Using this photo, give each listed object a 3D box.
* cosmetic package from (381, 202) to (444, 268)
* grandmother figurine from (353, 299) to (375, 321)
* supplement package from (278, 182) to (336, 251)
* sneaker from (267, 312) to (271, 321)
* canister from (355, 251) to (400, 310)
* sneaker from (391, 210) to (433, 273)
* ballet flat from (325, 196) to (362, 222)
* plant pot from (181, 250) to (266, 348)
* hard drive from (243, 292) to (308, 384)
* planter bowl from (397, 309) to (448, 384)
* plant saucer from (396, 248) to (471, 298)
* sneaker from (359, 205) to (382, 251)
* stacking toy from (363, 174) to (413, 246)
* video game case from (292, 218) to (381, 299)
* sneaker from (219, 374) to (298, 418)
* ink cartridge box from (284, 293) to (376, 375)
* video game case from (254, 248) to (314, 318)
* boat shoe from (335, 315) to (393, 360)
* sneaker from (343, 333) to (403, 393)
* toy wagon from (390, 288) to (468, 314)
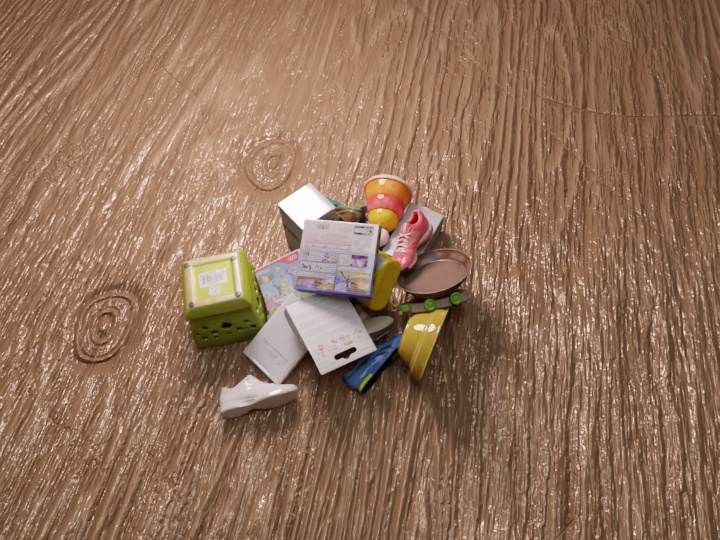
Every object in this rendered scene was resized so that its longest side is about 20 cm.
[{"bbox_3d":[0.150,-0.086,1.638,0.112,0.081,0.201,26,62,16],"label":"cosmetic package"},{"bbox_3d":[-0.045,0.172,1.503,0.121,0.061,0.200,44,71,9],"label":"grandmother figurine"},{"bbox_3d":[-0.141,-0.121,1.598,0.117,0.201,0.117,-36,63,-18],"label":"supplement package"},{"bbox_3d":[-0.164,0.085,1.550,0.199,0.071,0.073,-27,62,-14],"label":"sneaker"},{"bbox_3d":[0.000,0.000,1.509,0.199,0.086,0.150,32,106,40],"label":"canister"},{"bbox_3d":[0.122,-0.081,1.528,0.073,0.087,0.201,6,52,37],"label":"sneaker"},{"bbox_3d":[-0.068,-0.168,1.693,0.199,0.067,0.073,25,104,44],"label":"ballet flat"},{"bbox_3d":[-0.366,0.066,1.505,0.198,0.182,0.201,-12,59,-4],"label":"plant pot"},{"bbox_3d":[-0.192,0.175,1.472,0.132,0.027,0.200,39,91,15],"label":"hard drive"},{"bbox_3d":[0.145,0.172,1.408,0.083,0.201,0.201,22,62,10],"label":"planter bowl"},{"bbox_3d":[0.192,0.011,1.476,0.198,0.035,0.201,-16,30,9],"label":"plant saucer"},{"bbox_3d":[-0.002,-0.098,1.661,0.103,0.060,0.201,-12,62,-11],"label":"sneaker"},{"bbox_3d":[0.064,-0.155,1.616,0.144,0.147,0.202,10,63,8],"label":"stacking toy"},{"bbox_3d":[-0.056,-0.029,1.424,0.198,0.045,0.183,6,77,13],"label":"video game case"},{"bbox_3d":[-0.256,0.299,1.425,0.198,0.076,0.089,-12,55,-3],"label":"sneaker"},{"bbox_3d":[-0.076,0.149,1.409,0.159,0.047,0.201,-21,65,-23],"label":"ink cartridge box"},{"bbox_3d":[-0.188,0.062,1.513,0.142,0.017,0.202,-25,77,10],"label":"video game case"},{"bbox_3d":[0.001,0.176,1.458,0.199,0.060,0.072,-23,22,-26],"label":"boat shoe"},{"bbox_3d":[0.039,0.221,1.465,0.078,0.066,0.200,36,66,25],"label":"sneaker"},{"bbox_3d":[0.178,0.083,1.500,0.198,0.155,0.040,-14,94,-5],"label":"toy wagon"}]
